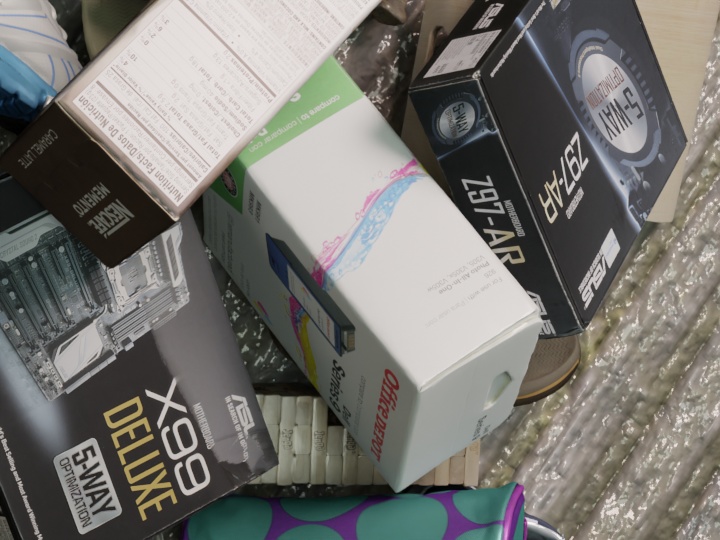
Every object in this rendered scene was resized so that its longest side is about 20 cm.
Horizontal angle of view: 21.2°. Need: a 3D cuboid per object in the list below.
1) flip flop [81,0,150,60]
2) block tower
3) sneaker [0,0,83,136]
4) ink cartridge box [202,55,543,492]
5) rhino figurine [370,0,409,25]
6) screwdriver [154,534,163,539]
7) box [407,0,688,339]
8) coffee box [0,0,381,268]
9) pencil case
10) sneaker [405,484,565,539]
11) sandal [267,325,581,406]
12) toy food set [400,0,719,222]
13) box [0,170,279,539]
[{"bbox_3d":[-0.118,-0.177,1.037,0.080,0.058,0.201,-11,71,3],"label":"flip flop"},{"bbox_3d":[-0.019,0.097,1.148,0.199,0.054,0.058,1,96,-21],"label":"block tower"},{"bbox_3d":[-0.182,-0.127,1.032,0.200,0.075,0.087,38,68,-46],"label":"sneaker"},{"bbox_3d":[0.000,0.000,1.049,0.087,0.146,0.200,-33,70,-19],"label":"ink cartridge box"},{"bbox_3d":[-0.032,-0.233,1.106,0.199,0.060,0.088,35,63,-20],"label":"rhino figurine"},{"bbox_3d":[-0.117,0.140,1.081,0.028,0.029,0.201,1,66,-33],"label":"screwdriver"},{"bbox_3d":[0.109,-0.083,1.062,0.200,0.043,0.161,-53,126,-47],"label":"box"},{"bbox_3d":[-0.072,-0.105,0.943,0.080,0.114,0.200,45,66,-9],"label":"coffee box"},{"bbox_3d":[-0.003,0.165,1.087,0.199,0.092,0.086,-3,96,15],"label":"pencil case"},{"bbox_3d":[0.116,0.204,1.182,0.200,0.108,0.070,41,81,-20],"label":"sneaker"},{"bbox_3d":[0.044,0.032,1.150,0.199,0.082,0.055,11,126,-15],"label":"sandal"},{"bbox_3d":[0.124,-0.113,1.182,0.199,0.060,0.145,6,103,-25],"label":"toy food set"},{"bbox_3d":[-0.144,0.042,0.992,0.157,0.050,0.201,-25,102,-35],"label":"box"}]
